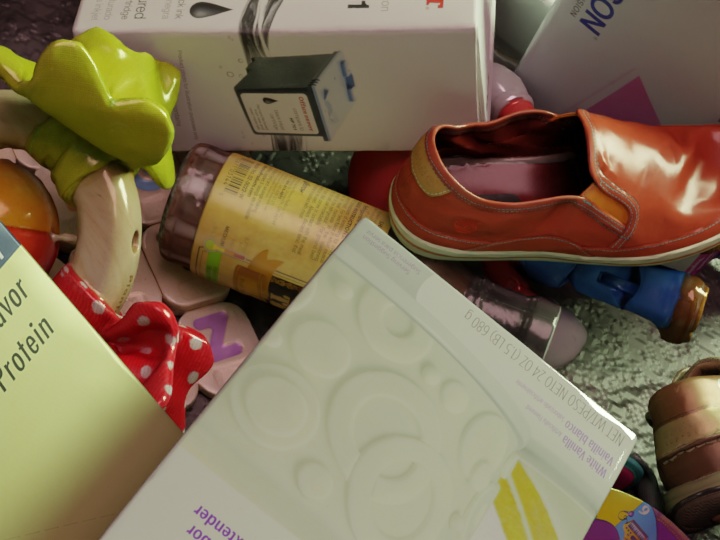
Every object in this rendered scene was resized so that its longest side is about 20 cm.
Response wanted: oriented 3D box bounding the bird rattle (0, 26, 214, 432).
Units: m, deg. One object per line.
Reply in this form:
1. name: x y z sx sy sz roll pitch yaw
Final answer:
1. bird rattle: -0.145 -0.010 0.758 0.161 0.113 0.203 4 99 16

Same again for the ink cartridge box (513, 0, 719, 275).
1. ink cartridge box: 0.178 -0.076 0.865 0.199 0.197 0.043 37 57 5

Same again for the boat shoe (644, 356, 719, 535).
1. boat shoe: 0.186 0.075 0.797 0.200 0.075 0.075 5 62 -68

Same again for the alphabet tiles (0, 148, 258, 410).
1. alphabet tiles: -0.134 -0.013 0.832 0.198 0.015 0.197 -16 68 -26

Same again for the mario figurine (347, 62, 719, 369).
1. mario figurine: 0.090 -0.029 0.874 0.198 0.106 0.124 17 54 8

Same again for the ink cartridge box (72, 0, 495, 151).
1. ink cartridge box: -0.032 -0.138 0.847 0.197 0.086 0.148 -1 48 8

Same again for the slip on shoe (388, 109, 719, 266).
1. slip on shoe: 0.112 -0.045 0.786 0.198 0.061 0.075 -3 57 -13

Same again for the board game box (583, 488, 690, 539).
1. board game box: 0.079 0.191 0.698 0.156 0.039 0.203 -4 103 -14

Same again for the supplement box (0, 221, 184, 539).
1. supplement box: -0.168 0.122 0.621 0.200 0.134 0.201 52 52 -23

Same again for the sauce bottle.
1. sauce bottle: 0.000 0.000 0.807 0.198 0.065 0.065 21 56 6

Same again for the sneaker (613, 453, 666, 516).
1. sneaker: 0.074 0.101 0.772 0.083 0.121 0.201 -26 72 -29

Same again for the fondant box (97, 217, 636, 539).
1. fondant box: 0.000 0.096 0.614 0.144 0.058 0.200 38 52 1

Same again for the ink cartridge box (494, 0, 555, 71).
1. ink cartridge box: 0.146 -0.207 0.977 0.145 0.084 0.200 37 68 6
